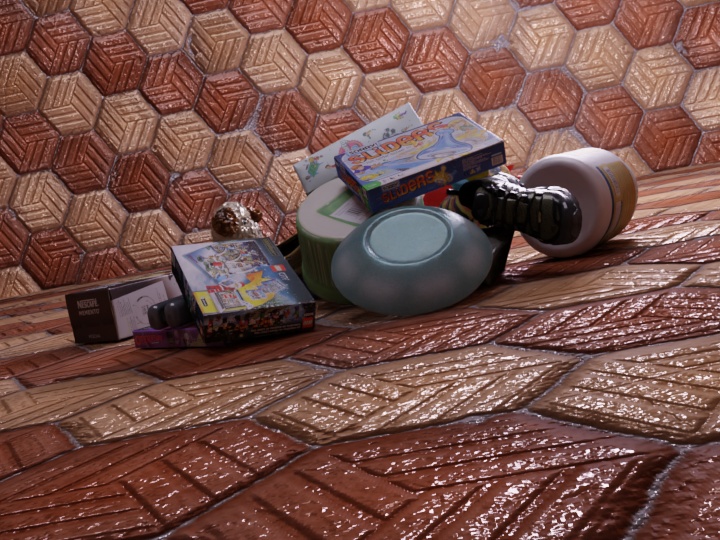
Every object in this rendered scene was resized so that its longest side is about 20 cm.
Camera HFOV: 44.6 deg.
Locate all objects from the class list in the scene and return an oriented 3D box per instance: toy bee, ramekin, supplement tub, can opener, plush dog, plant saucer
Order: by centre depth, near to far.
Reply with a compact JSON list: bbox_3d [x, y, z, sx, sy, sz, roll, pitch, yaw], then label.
[{"bbox_3d":[0.059,-0.028,1.058,0.198,0.039,0.202,-6,39,5],"label":"plant saucer"},{"bbox_3d":[-0.213,0.025,1.171,0.053,0.068,0.200,-8,6,23],"label":"can opener"},{"bbox_3d":[0.005,-0.054,1.220,0.197,0.099,0.201,-9,35,6],"label":"ramekin"},{"bbox_3d":[0.182,-0.124,1.289,0.107,0.202,0.131,14,-14,21],"label":"toy bee"},{"bbox_3d":[0.324,-0.104,1.297,0.143,0.147,0.199,-7,6,34],"label":"supplement tub"},{"bbox_3d":[-0.230,-0.044,1.649,0.158,0.174,0.200,-10,6,8],"label":"plush dog"}]

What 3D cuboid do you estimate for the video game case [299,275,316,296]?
[{"bbox_3d":[0.000,0.000,1.407,0.198,0.046,0.181,-8,6,25],"label":"video game case"}]

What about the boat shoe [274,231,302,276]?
[{"bbox_3d":[-0.130,-0.013,1.327,0.199,0.077,0.072,-35,37,-8],"label":"boat shoe"}]

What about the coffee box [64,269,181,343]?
[{"bbox_3d":[-0.347,0.052,1.389,0.112,0.081,0.199,-6,7,36],"label":"coffee box"}]

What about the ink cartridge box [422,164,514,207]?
[{"bbox_3d":[0.169,-0.089,1.480,0.159,0.051,0.201,-12,-26,-20],"label":"ink cartridge box"}]

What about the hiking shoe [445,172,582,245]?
[{"bbox_3d":[0.194,-0.073,1.120,0.100,0.077,0.200,-11,20,-26],"label":"hiking shoe"}]

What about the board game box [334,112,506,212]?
[{"bbox_3d":[0.078,-0.150,1.193,0.198,0.035,0.135,-21,31,-12],"label":"board game box"}]

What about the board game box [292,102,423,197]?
[{"bbox_3d":[0.011,-0.149,1.345,0.198,0.065,0.148,-29,-29,-1],"label":"board game box"}]

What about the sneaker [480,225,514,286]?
[{"bbox_3d":[0.146,-0.035,1.181,0.113,0.077,0.199,18,19,17],"label":"sneaker"}]

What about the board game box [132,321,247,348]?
[{"bbox_3d":[-0.193,0.074,1.143,0.198,0.033,0.119,-6,12,43],"label":"board game box"}]

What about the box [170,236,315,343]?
[{"bbox_3d":[-0.150,0.019,1.091,0.135,0.038,0.200,-6,27,-21],"label":"box"}]
